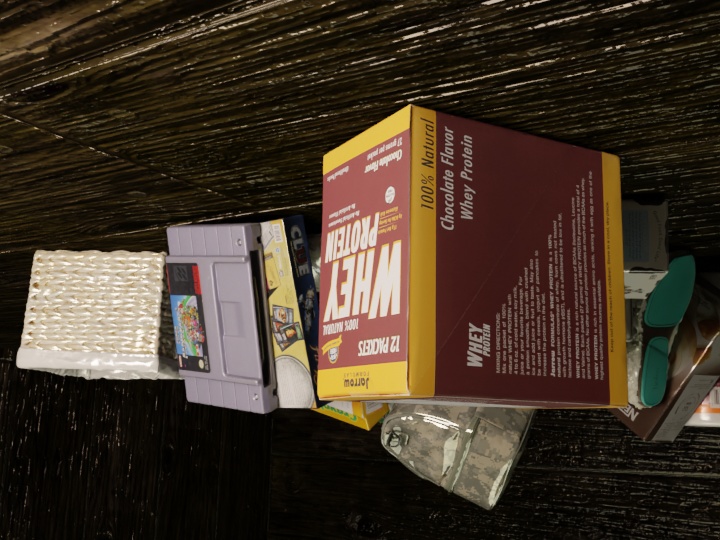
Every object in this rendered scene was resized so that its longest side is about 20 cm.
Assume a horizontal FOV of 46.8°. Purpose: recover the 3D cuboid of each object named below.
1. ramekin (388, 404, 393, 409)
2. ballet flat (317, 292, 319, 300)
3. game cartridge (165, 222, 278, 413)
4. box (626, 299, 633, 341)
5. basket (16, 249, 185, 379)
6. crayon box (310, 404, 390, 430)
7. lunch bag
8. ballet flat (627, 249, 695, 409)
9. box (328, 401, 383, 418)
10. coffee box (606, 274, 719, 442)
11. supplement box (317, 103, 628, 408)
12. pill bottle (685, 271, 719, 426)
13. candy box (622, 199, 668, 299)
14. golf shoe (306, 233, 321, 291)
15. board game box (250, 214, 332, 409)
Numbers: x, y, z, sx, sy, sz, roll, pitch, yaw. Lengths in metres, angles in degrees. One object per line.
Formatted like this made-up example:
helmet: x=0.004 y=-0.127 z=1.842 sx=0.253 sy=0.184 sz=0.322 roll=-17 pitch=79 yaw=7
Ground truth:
ramekin: x=0.071 y=0.106 z=1.216 sx=0.198 sy=0.202 sz=0.105 roll=5 pitch=159 yaw=-15
ballet flat: x=-0.009 y=0.033 z=1.142 sx=0.198 sy=0.070 sz=0.069 roll=10 pitch=173 yaw=25
game cartridge: x=-0.154 y=0.050 z=0.904 sx=0.129 sy=0.202 sz=0.038 roll=0 pitch=-171 yaw=33
box: x=0.261 y=0.045 z=1.071 sx=0.127 sy=0.110 sz=0.200 roll=2 pitch=169 yaw=3
basket: x=-0.336 y=0.068 z=1.153 sx=0.198 sy=0.162 sz=0.198 roll=0 pitch=169 yaw=6
crayon box: x=-0.035 y=0.140 z=1.157 sx=0.125 sy=0.201 sz=0.052 roll=10 pitch=-142 yaw=43
lunch bag: x=0.130 y=0.173 z=1.054 sx=0.167 sy=0.200 sz=0.140 roll=23 pitch=130 yaw=11
ballet flat: x=0.347 y=0.067 z=1.010 sx=0.071 sy=0.202 sz=0.072 roll=10 pitch=-169 yaw=-2
box: x=-0.054 y=0.103 z=1.055 sx=0.041 sy=0.120 sz=0.199 roll=-16 pitch=-163 yaw=-37
coffee box: x=0.396 y=0.107 z=1.067 sx=0.079 sy=0.201 sz=0.114 roll=11 pitch=-157 yaw=-43
supplement box: x=0.085 y=0.004 z=0.644 sx=0.199 sy=0.199 sz=0.133 roll=7 pitch=168 yaw=-29
pill bottle: x=0.474 y=0.109 z=1.127 sx=0.113 sy=0.202 sz=0.114 roll=2 pitch=169 yaw=0
candy box: x=0.201 y=-0.017 z=0.853 sx=0.198 sy=0.072 sz=0.168 roll=0 pitch=169 yaw=13
golf shoe: x=0.000 y=0.000 z=0.986 sx=0.199 sy=0.079 sz=0.097 roll=9 pitch=161 yaw=-40
board game box: x=-0.104 y=0.049 z=0.908 sx=0.135 sy=0.202 sz=0.034 roll=-6 pitch=-174 yaw=38
